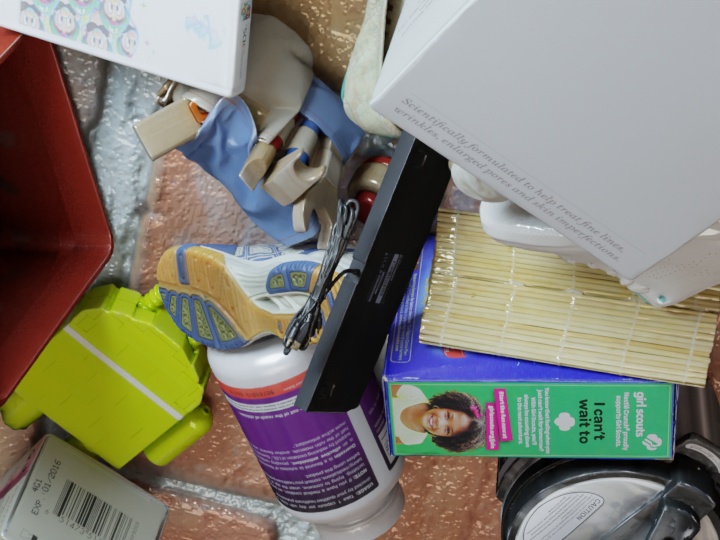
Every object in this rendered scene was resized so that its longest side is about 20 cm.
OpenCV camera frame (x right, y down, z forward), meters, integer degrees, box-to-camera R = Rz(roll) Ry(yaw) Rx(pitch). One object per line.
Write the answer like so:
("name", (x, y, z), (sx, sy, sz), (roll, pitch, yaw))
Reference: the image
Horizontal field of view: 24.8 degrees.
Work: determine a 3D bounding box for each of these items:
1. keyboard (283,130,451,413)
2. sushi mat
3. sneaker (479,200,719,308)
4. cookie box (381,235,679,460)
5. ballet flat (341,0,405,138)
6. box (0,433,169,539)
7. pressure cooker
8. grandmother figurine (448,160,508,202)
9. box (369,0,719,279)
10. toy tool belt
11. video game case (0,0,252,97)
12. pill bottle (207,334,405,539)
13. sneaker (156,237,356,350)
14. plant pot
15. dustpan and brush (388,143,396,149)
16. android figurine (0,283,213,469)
("keyboard", (0.000, 0.000, 1.075), (0.020, 0.127, 0.202), (24, 96, 27))
("sushi mat", (0.140, 0.016, 1.093), (0.198, 0.097, 0.012), (8, 166, 15))
("sneaker", (0.174, -0.014, 1.040), (0.197, 0.076, 0.089), (1, 130, 4))
("cookie box", (0.123, 0.051, 1.167), (0.197, 0.172, 0.076), (-1, 127, 9))
("ballet flat", (0.038, -0.182, 1.063), (0.062, 0.067, 0.202), (31, 120, 41))
("box", (-0.270, 0.247, 1.367), (0.127, 0.110, 0.200), (34, 134, -17))
("pressure cooker", (0.191, 0.165, 1.215), (0.176, 0.201, 0.177), (-2, 127, 9))
("grandmother figurine", (0.086, -0.106, 1.046), (0.060, 0.201, 0.122), (18, 124, -5))
("box", (0.145, -0.131, 0.898), (0.198, 0.132, 0.200), (32, 140, -16))
("toy tool belt", (-0.058, -0.071, 1.130), (0.200, 0.124, 0.124), (41, 148, -18))
("video game case", (-0.155, -0.224, 1.054), (0.198, 0.024, 0.184), (19, 119, 22))
("pill bottle", (-0.034, 0.114, 1.266), (0.111, 0.113, 0.201), (-13, 121, 16))
("sneaker", (-0.060, 0.013, 1.191), (0.198, 0.088, 0.076), (7, 111, 39))
("plant pot", (-0.314, -0.043, 1.159), (0.174, 0.201, 0.202), (1, 125, 20))
("dustpan and brush", (0.098, -0.070, 1.144), (0.199, 0.057, 0.140), (35, 170, 21))
("android figurine", (-0.200, 0.084, 1.311), (0.182, 0.041, 0.200), (39, 123, -16))
